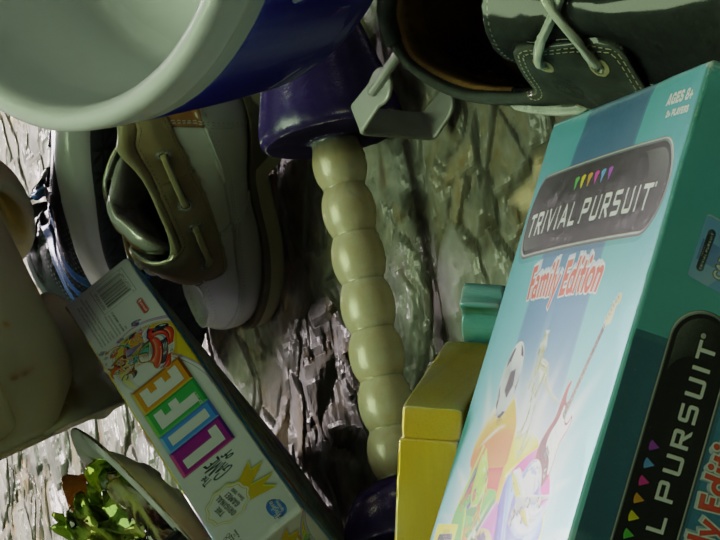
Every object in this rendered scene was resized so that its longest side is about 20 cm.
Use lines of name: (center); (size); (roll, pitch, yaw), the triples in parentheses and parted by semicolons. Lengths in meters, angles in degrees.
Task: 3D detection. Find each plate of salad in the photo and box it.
plate of salad: (-0.064, 0.149, 1.033); (0.200, 0.048, 0.200); (48, 166, 16)

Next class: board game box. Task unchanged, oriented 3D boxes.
board game box: (-0.038, 0.092, 0.983); (0.135, 0.034, 0.200); (53, 178, -35)
board game box: (0.062, 0.054, 0.670); (0.151, 0.047, 0.201); (165, 122, -79)

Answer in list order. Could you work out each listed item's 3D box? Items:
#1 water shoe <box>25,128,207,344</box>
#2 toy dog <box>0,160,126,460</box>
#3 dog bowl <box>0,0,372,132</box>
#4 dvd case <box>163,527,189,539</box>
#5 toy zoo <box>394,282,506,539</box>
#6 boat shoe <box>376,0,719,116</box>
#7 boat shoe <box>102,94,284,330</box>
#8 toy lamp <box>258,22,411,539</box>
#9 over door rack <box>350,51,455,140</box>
water shoe: (-0.126, -0.018, 1.127); (0.079, 0.072, 0.200); (16, 142, 21)
toy dog: (-0.202, -0.007, 1.040); (0.194, 0.139, 0.201); (54, -170, -87)
dog bowl: (-0.077, -0.149, 0.811); (0.200, 0.079, 0.201); (16, 112, 43)
dvd case: (-0.021, 0.198, 0.951); (0.200, 0.018, 0.143); (45, 151, 9)
toy zoo: (0.033, 0.104, 0.813); (0.131, 0.020, 0.201); (-19, -68, -76)
boat shoe: (0.071, -0.071, 0.728); (0.200, 0.067, 0.072); (-163, 68, -64)
boat shoe: (-0.074, -0.034, 1.046); (0.200, 0.068, 0.075); (92, 153, -57)
toy lamp: (0.000, 0.000, 0.933); (0.058, 0.058, 0.201); (141, 119, -64)
over door rack: (0.006, -0.159, 0.863); (0.200, 0.066, 0.148); (113, 145, -50)
